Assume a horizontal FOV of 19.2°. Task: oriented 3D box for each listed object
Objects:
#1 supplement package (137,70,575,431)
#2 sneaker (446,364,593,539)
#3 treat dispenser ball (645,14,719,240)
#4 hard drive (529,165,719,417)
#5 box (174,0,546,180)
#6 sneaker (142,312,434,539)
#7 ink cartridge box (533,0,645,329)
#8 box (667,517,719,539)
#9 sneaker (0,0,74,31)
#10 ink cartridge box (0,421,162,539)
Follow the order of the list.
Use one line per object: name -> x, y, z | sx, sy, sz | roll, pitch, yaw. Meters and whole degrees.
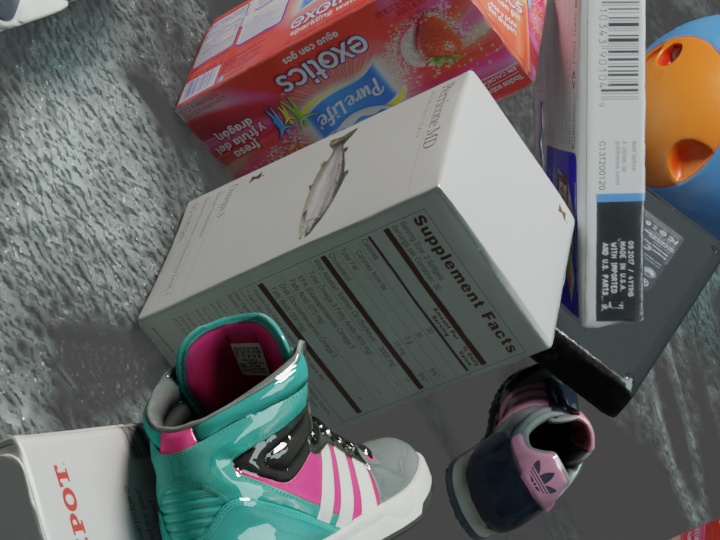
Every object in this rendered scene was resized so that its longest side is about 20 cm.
supplement package -> 0.000, 0.000, 1.161 | 0.117, 0.200, 0.117 | 53, 30, -24
sneaker -> 0.126, 0.112, 1.409 | 0.070, 0.082, 0.200 | 60, 28, -12
treat dispenser ball -> 0.312, -0.115, 1.794 | 0.201, 0.201, 0.201 | 40, 38, -41
hard drive -> 0.157, -0.001, 1.446 | 0.140, 0.033, 0.200 | 38, 39, 4
box -> 0.002, -0.130, 1.262 | 0.095, 0.200, 0.103 | 49, 31, -26
sneaker -> -0.036, 0.076, 0.994 | 0.200, 0.084, 0.121 | -23, 99, -63
ink cartridge box -> 0.134, -0.075, 1.272 | 0.200, 0.043, 0.198 | -124, -147, -83
box -> 0.243, 0.266, 1.468 | 0.096, 0.100, 0.200 | 58, 20, -17
sneaker -> -0.174, -0.204, 1.138 | 0.199, 0.079, 0.130 | -34, 108, -52
ink cartridge box -> -0.108, 0.149, 0.984 | 0.200, 0.084, 0.146 | 1, 69, -60
